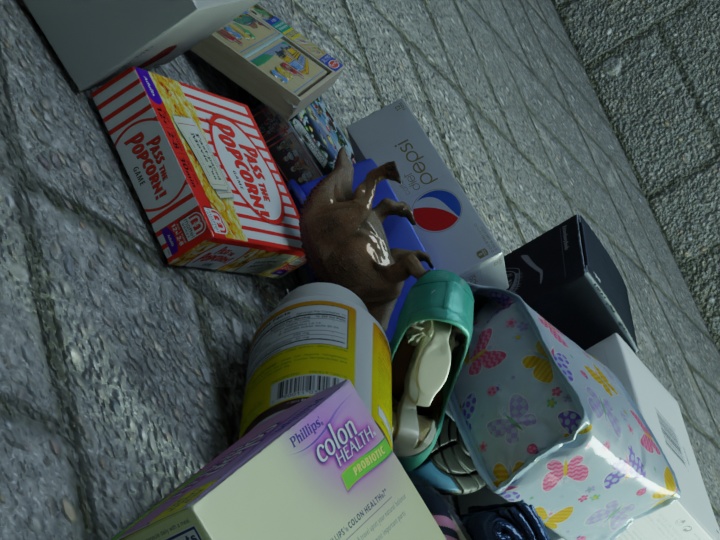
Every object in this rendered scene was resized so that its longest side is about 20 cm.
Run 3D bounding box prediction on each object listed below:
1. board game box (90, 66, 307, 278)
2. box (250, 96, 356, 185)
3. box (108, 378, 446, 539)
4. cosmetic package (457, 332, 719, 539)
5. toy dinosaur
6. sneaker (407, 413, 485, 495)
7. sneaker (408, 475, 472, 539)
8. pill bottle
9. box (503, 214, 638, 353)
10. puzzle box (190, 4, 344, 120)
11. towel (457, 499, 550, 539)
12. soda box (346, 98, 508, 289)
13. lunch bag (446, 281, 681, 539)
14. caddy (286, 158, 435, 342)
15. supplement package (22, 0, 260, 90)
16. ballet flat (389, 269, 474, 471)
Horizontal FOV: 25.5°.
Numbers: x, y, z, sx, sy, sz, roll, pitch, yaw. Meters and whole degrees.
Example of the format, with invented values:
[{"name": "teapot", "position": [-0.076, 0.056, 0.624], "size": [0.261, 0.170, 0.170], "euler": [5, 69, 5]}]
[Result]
[{"name": "board game box", "position": [-0.121, -0.074, 1.284], "size": [0.152, 0.046, 0.200], "euler": [64, 18, 12]}, {"name": "box", "position": [-0.031, -0.092, 1.572], "size": [0.200, 0.040, 0.137], "euler": [57, 19, -9]}, {"name": "box", "position": [-0.030, 0.198, 0.938], "size": [0.201, 0.097, 0.176], "euler": [59, 36, -3]}, {"name": "cosmetic package", "position": [0.200, 0.200, 1.468], "size": [0.123, 0.200, 0.200], "euler": [45, 22, -31]}, {"name": "toy dinosaur", "position": [-0.013, -0.009, 1.303], "size": [0.086, 0.135, 0.201], "euler": [66, 3, -77]}, {"name": "sneaker", "position": [0.084, 0.150, 1.408], "size": [0.200, 0.082, 0.074], "euler": [-20, 97, -55]}, {"name": "sneaker", "position": [0.045, 0.229, 1.226], "size": [0.200, 0.082, 0.070], "euler": [-130, -147, -55]}, {"name": "pill bottle", "position": [-0.031, 0.093, 1.162], "size": [0.109, 0.109, 0.200], "euler": [51, 20, -24]}, {"name": "box", "position": [0.167, 0.056, 1.607], "size": [0.104, 0.199, 0.148], "euler": [55, 19, -18]}, {"name": "puzzle box", "position": [-0.093, -0.210, 1.537], "size": [0.133, 0.025, 0.200], "euler": [36, 20, -1]}, {"name": "towel", "position": [0.113, 0.239, 1.255], "size": [0.200, 0.048, 0.112], "euler": [138, -67, -74]}, {"name": "soda box", "position": [0.060, -0.059, 1.465], "size": [0.200, 0.063, 0.068], "euler": [59, -7, 31]}, {"name": "lunch bag", "position": [0.152, 0.117, 1.334], "size": [0.169, 0.127, 0.200], "euler": [37, 23, -43]}, {"name": "caddy", "position": [0.000, 0.000, 1.413], "size": [0.201, 0.105, 0.141], "euler": [62, -6, 9]}, {"name": "supplement package", "position": [-0.174, -0.233, 1.272], "size": [0.120, 0.121, 0.200], "euler": [58, 18, -5]}, {"name": "ballet flat", "position": [0.040, 0.094, 1.234], "size": [0.067, 0.201, 0.071], "euler": [14, 33, -2]}]
